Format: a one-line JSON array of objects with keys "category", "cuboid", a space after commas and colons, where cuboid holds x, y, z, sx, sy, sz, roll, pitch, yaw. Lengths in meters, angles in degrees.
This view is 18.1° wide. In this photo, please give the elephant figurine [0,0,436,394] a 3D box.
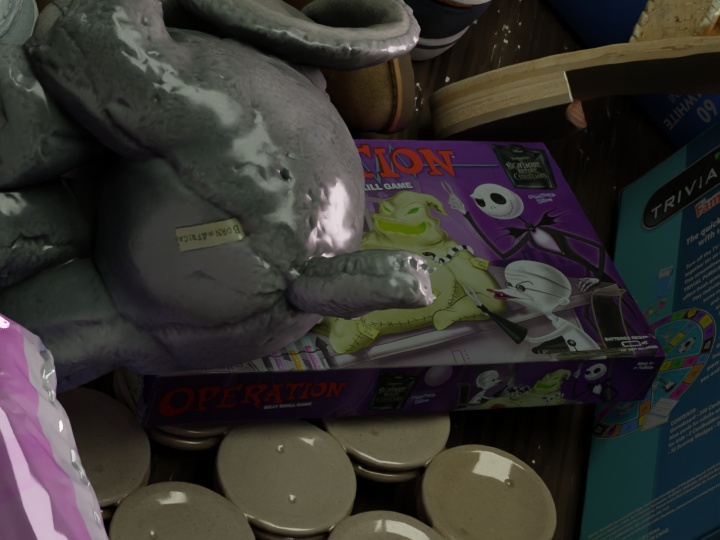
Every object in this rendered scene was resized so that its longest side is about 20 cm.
[{"category": "elephant figurine", "cuboid": [-0.046, -0.049, 0.734, 0.156, 0.141, 0.200, 55, 25, -4]}]

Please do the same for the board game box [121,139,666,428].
[{"category": "board game box", "cuboid": [0.000, 0.000, 0.810, 0.199, 0.032, 0.120, -2, 41, -27]}]

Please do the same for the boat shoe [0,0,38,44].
[{"category": "boat shoe", "cuboid": [-0.180, -0.069, 0.749, 0.200, 0.072, 0.070, -30, 77, -39]}]

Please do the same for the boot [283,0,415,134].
[{"category": "boot", "cuboid": [-0.050, -0.130, 0.867, 0.075, 0.074, 0.201, -28, 81, -26]}]

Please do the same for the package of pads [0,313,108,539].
[{"category": "package of pads", "cuboid": [-0.151, 0.109, 0.589, 0.199, 0.076, 0.121, -26, 71, -3]}]

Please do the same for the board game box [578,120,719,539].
[{"category": "board game box", "cuboid": [0.149, 0.022, 0.819, 0.047, 0.151, 0.201, 30, 49, -21]}]

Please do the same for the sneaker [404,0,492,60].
[{"category": "sneaker", "cuboid": [0.000, -0.189, 0.911, 0.078, 0.079, 0.201, -28, 83, -37]}]

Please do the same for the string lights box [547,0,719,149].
[{"category": "string lights box", "cuboid": [0.154, -0.114, 0.975, 0.200, 0.059, 0.103, 49, 50, 8]}]

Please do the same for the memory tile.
[{"category": "memory tile", "cuboid": [-0.008, 0.088, 0.753, 0.200, 0.017, 0.153, 42, 47, 18]}]

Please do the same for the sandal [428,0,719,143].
[{"category": "sandal", "cuboid": [0.126, -0.103, 0.884, 0.210, 0.078, 0.070, -12, 79, 4]}]
